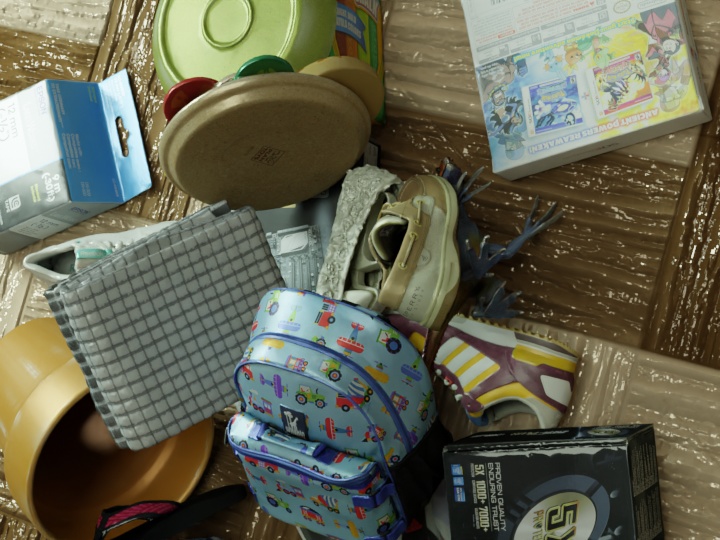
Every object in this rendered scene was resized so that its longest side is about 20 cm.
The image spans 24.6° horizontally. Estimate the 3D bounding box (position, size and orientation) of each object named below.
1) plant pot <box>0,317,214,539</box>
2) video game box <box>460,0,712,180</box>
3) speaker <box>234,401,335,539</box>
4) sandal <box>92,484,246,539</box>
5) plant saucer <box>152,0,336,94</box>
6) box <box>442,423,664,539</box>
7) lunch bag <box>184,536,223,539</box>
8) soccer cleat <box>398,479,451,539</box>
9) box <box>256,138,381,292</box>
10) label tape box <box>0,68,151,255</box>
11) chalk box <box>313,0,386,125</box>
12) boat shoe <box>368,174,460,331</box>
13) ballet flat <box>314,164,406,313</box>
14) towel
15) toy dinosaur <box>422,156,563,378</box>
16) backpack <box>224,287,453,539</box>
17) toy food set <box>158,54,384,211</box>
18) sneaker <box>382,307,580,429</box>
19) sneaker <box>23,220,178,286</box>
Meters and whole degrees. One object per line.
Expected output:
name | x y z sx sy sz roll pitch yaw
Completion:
plant pot | -0.273 0.140 1.600 0.183 0.200 0.200 34 97 43
video game box | 0.201 -0.195 1.492 0.200 0.047 0.182 -16 72 24
speaker | -0.040 0.186 1.524 0.081 0.081 0.200 -36 67 17
sandal | -0.199 0.230 1.542 0.075 0.200 0.045 -10 101 57
plant saucer | -0.116 -0.229 1.528 0.200 0.031 0.200 -5 79 26
box | 0.167 0.235 1.384 0.164 0.086 0.200 -4 91 25
lunch bag | -0.222 0.308 1.543 0.200 0.161 0.083 -11 91 25
soccer cleat | 0.063 0.224 1.478 0.068 0.073 0.200 -22 54 20
box | -0.064 -0.028 1.592 0.158 0.050 0.200 0 81 26
label tape box | -0.327 -0.119 1.734 0.200 0.066 0.143 -22 71 23
chalk box | -0.057 -0.240 1.586 0.124 0.125 0.200 -7 78 26
boat shoe | 0.042 -0.028 1.397 0.066 0.200 0.074 17 118 -12
ballet flat | 0.000 0.000 1.489 0.072 0.072 0.200 6 82 27
towel | -0.162 0.046 1.476 0.086 0.200 0.166 -3 113 61
toy dinosaur | 0.081 -0.026 1.463 0.200 0.105 0.181 -39 26 -3
backpack | -0.026 0.116 1.382 0.182 0.200 0.135 19 54 27
toy food set | -0.087 -0.122 1.481 0.200 0.198 0.049 122 142 -50
sneaker | 0.092 0.089 1.478 0.200 0.075 0.090 11 80 29
sneaker | -0.245 -0.010 1.658 0.200 0.088 0.075 -11 74 24
